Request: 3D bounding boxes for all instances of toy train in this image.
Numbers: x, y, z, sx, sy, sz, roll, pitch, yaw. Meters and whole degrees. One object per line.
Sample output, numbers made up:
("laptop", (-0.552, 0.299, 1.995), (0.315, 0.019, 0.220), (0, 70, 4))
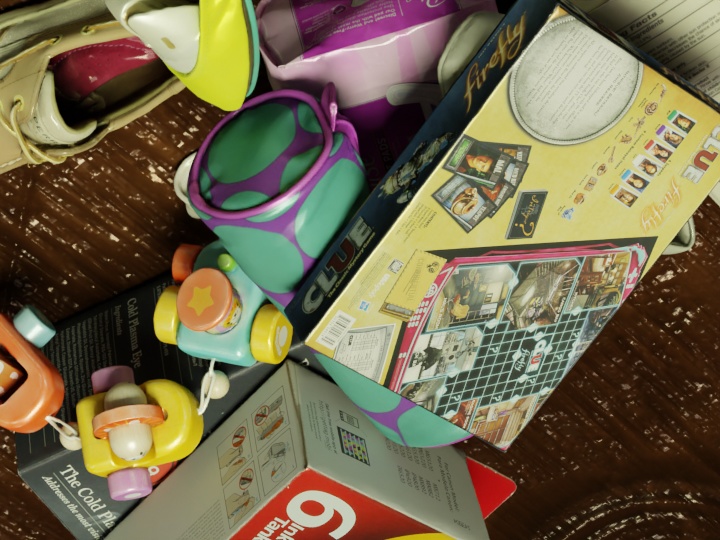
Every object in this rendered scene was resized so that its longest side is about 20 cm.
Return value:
("toy train", (-0.128, 0.030, 1.358), (0.200, 0.150, 0.056), (-41, 160, 6))

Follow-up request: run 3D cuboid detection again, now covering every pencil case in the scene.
("pencil case", (0.000, 0.000, 1.304), (0.092, 0.085, 0.200), (-30, 129, 13))

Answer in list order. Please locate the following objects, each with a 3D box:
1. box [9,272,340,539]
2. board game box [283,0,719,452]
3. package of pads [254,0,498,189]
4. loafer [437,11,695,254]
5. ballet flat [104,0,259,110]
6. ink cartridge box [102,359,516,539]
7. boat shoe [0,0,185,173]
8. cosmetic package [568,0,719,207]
("box", (-0.070, 0.099, 1.470), (0.182, 0.104, 0.200), (-26, 132, 11))
("board game box", (0.076, -0.022, 1.243), (0.135, 0.035, 0.200), (30, 105, -31))
("package of pads", (0.028, -0.070, 1.352), (0.120, 0.076, 0.200), (-17, 133, 4))
("loafer", (0.107, -0.065, 1.291), (0.200, 0.070, 0.070), (35, 86, -49))
("ballet flat", (-0.084, -0.144, 1.178), (0.067, 0.067, 0.200), (-25, 145, -25))
("ink cartridge box", (-0.031, 0.168, 1.412), (0.175, 0.084, 0.200), (28, 121, -31))
("boat shoe", (-0.154, -0.092, 1.303), (0.200, 0.066, 0.074), (-31, 130, 18))
("cosmetic package", (0.187, -0.116, 1.331), (0.103, 0.087, 0.200), (-30, 132, 19))
